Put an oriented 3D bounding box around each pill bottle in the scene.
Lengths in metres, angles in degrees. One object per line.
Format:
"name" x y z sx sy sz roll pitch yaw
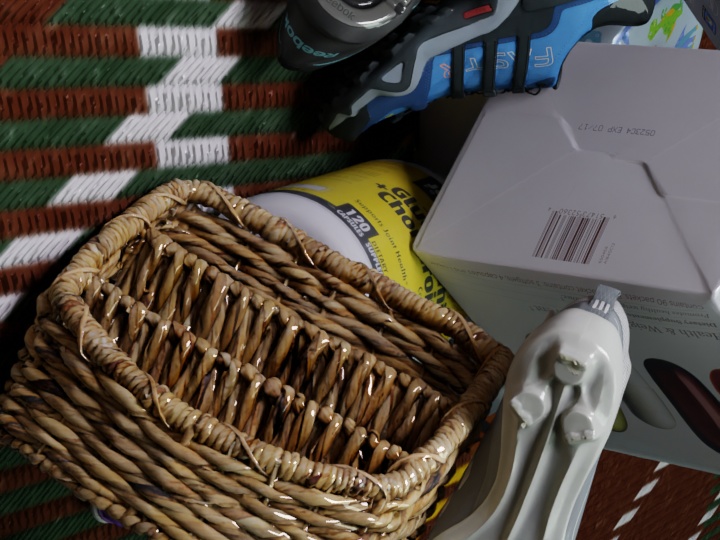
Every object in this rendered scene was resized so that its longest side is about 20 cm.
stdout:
"pill bottle" 0.000 0.000 1.264 0.200 0.112 0.113 -22 137 -61

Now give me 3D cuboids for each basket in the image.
"basket" -0.052 0.054 1.073 0.150 0.199 0.143 -61 167 4

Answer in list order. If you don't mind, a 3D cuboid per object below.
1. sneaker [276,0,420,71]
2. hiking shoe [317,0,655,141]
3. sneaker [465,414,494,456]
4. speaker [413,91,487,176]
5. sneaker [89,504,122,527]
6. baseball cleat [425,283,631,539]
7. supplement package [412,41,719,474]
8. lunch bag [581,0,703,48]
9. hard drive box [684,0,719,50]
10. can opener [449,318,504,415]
"sneaker" 0.017 -0.175 1.166 0.200 0.075 0.079 -50 -179 -34
"hiking shoe" 0.061 -0.111 1.194 0.200 0.087 0.075 -33 -155 35
"sneaker" 0.050 0.120 1.545 0.077 0.112 0.201 -17 132 -62
"speaker" 0.070 -0.127 1.307 0.081 0.081 0.200 -50 156 -29
"sneaker" -0.049 0.103 1.255 0.199 0.083 0.081 -9 123 -27
"baseball cleat" 0.083 0.100 1.091 0.201 0.070 0.106 -65 170 26
"supplement package" 0.173 -0.002 1.229 0.200 0.191 0.148 48 62 -42
"lunch bag" 0.153 -0.126 1.514 0.161 0.082 0.201 -46 156 -37
"hard drive box" 0.216 -0.239 1.274 0.155 0.200 0.077 -27 153 -7
"can opener" 0.015 0.080 1.354 0.199 0.067 0.053 -32 129 -8
